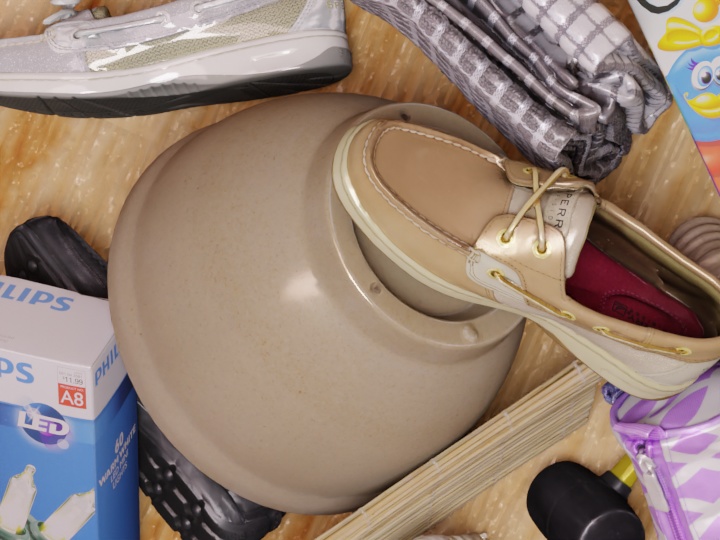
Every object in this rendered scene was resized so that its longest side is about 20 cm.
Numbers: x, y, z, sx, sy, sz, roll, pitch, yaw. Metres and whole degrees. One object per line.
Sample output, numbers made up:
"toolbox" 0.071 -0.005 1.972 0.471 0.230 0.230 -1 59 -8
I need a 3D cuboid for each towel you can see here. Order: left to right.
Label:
"towel" 0.060 -0.116 1.351 0.166 0.200 0.086 45 96 10

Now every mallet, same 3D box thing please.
"mallet" 0.155 0.059 1.415 0.041 0.066 0.200 39 84 -30

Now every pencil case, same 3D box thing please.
"pencil case" 0.178 0.138 1.354 0.084 0.085 0.200 -8 110 40

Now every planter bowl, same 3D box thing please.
"planter bowl" 0.000 0.000 1.347 0.135 0.200 0.201 -32 81 52

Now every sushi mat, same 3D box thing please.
"sushi mat" 0.032 0.109 1.377 0.200 0.096 0.012 -34 73 -14

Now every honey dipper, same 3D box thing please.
"honey dipper" 0.180 0.028 1.327 0.038 0.200 0.038 -3 113 -7

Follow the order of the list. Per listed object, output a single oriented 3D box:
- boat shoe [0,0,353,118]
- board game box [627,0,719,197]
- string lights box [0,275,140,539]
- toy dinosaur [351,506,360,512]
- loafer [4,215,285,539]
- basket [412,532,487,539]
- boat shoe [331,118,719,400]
"boat shoe" -0.105 -0.116 1.463 0.201 0.074 0.065 -6 83 10
"board game box" 0.194 -0.099 1.331 0.105 0.103 0.200 -28 61 11
"string lights box" -0.166 0.100 1.434 0.103 0.059 0.200 12 127 14
"toy dinosaur" -0.045 0.039 1.435 0.077 0.102 0.200 -28 63 37
"loafer" -0.106 0.053 1.467 0.201 0.070 0.068 52 145 4
"basket" 0.053 0.238 1.395 0.135 0.123 0.200 -39 81 12
"boat shoe" 0.083 -0.015 1.278 0.200 0.066 0.074 28 59 -18
